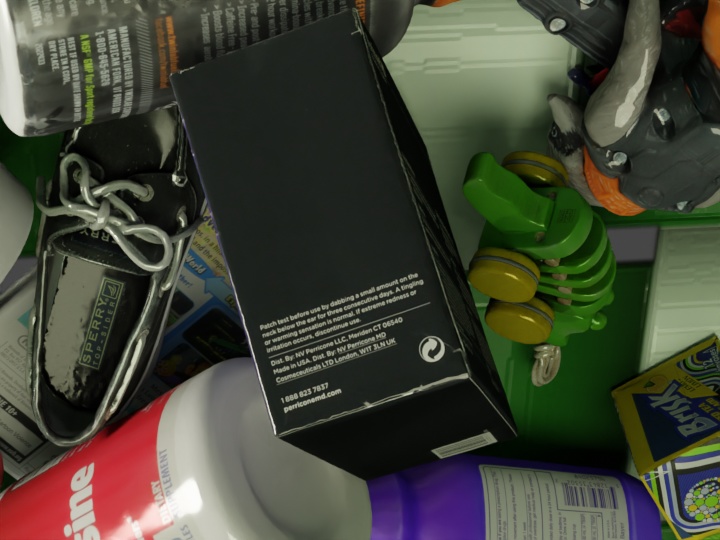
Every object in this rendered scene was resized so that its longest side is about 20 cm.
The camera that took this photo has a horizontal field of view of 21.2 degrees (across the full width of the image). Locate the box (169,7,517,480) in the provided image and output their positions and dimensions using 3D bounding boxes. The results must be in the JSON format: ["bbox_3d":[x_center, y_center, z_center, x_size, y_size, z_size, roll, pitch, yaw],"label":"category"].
[{"bbox_3d":[0.000,0.000,0.764,0.078,0.142,0.200,-16,167,6],"label":"box"}]

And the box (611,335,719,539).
[{"bbox_3d":[0.202,0.134,0.988,0.064,0.070,0.200,-28,123,12],"label":"box"}]

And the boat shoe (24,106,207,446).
[{"bbox_3d":[-0.105,-0.022,0.813,0.073,0.068,0.200,20,108,0],"label":"boat shoe"}]

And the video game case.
[{"bbox_3d":[-0.081,0.058,0.918,0.182,0.024,0.200,-38,120,15],"label":"video game case"}]

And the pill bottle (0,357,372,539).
[{"bbox_3d":[-0.101,0.128,0.865,0.199,0.113,0.112,-31,125,31],"label":"pill bottle"}]

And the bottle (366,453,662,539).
[{"bbox_3d":[0.051,0.132,0.941,0.199,0.084,0.065,7,164,-24],"label":"bottle"}]

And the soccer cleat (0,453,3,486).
[{"bbox_3d":[-0.209,0.062,0.814,0.073,0.069,0.200,0,160,5],"label":"soccer cleat"}]

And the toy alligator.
[{"bbox_3d":[0.090,0.006,0.857,0.054,0.060,0.200,11,156,21],"label":"toy alligator"}]

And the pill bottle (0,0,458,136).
[{"bbox_3d":[-0.049,-0.122,0.744,0.199,0.106,0.107,-13,126,-15],"label":"pill bottle"}]

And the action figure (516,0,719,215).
[{"bbox_3d":[0.130,-0.087,0.798,0.199,0.105,0.193,26,144,-19],"label":"action figure"}]

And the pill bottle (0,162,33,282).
[{"bbox_3d":[-0.229,-0.062,0.758,0.113,0.113,0.200,-35,122,14],"label":"pill bottle"}]
